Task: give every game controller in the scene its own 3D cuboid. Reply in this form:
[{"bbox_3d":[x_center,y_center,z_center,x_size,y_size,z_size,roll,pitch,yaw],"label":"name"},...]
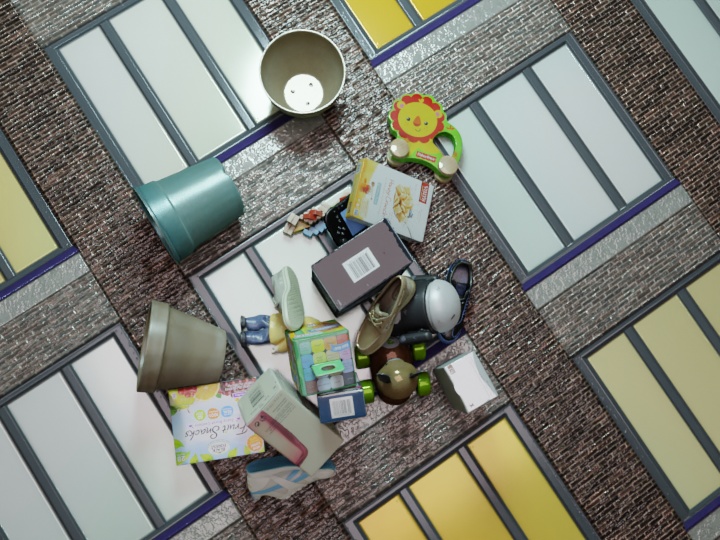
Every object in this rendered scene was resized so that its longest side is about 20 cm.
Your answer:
[{"bbox_3d":[0.003,-0.137,1.702,0.200,0.042,0.105,-38,118,-24],"label":"game controller"}]

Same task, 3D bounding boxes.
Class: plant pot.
[{"bbox_3d":[-0.380,-0.147,1.648,0.195,0.200,0.201,-31,85,-16],"label":"plant pot"},{"bbox_3d":[-0.394,0.178,1.608,0.172,0.200,0.202,10,81,-19],"label":"plant pot"}]

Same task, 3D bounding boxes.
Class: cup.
[{"bbox_3d":[-0.136,-0.445,1.718,0.198,0.143,0.202,0,83,-3],"label":"cup"}]

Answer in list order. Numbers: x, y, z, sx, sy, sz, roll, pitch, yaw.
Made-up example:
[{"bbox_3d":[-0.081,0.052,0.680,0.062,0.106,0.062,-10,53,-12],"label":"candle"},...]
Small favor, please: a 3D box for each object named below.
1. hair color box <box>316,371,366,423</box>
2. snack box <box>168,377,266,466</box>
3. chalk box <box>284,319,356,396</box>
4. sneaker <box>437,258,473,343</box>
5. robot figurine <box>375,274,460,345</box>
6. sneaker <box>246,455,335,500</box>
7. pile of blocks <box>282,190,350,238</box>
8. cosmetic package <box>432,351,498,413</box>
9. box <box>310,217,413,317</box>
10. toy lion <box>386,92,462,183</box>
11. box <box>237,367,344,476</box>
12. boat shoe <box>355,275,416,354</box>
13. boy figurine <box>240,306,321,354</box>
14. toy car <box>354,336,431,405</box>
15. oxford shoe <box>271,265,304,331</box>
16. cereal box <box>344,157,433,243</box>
[{"bbox_3d":[-0.046,0.275,1.590,0.099,0.200,0.061,-8,93,-5],"label":"hair color box"},{"bbox_3d":[-0.320,0.338,1.635,0.198,0.068,0.170,-7,83,-4],"label":"snack box"},{"bbox_3d":[-0.084,0.187,1.553,0.123,0.200,0.125,-10,96,-13],"label":"chalk box"},{"bbox_3d":[0.220,0.070,1.699,0.069,0.078,0.202,10,81,-2],"label":"sneaker"},{"bbox_3d":[0.130,0.087,1.648,0.198,0.125,0.152,-7,90,27],"label":"robot figurine"},{"bbox_3d":[-0.155,0.463,1.631,0.198,0.077,0.082,-5,104,-7],"label":"sneaker"},{"bbox_3d":[-0.089,-0.124,1.717,0.199,0.062,0.083,-24,84,-6],"label":"pile of blocks"},{"bbox_3d":[0.229,0.247,1.613,0.081,0.200,0.113,-28,85,-7],"label":"cosmetic package"},{"bbox_3d":[0.000,0.000,1.635,0.199,0.198,0.124,-33,86,-7],"label":"box"},{"bbox_3d":[0.157,-0.333,1.766,0.198,0.069,0.193,19,74,-1],"label":"toy lion"},{"bbox_3d":[-0.153,0.327,1.567,0.109,0.128,0.200,-47,112,-3],"label":"box"},{"bbox_3d":[0.045,0.095,1.583,0.072,0.065,0.201,40,102,26],"label":"boat shoe"},{"bbox_3d":[-0.178,0.131,1.674,0.198,0.065,0.125,-4,66,-6],"label":"boy figurine"},{"bbox_3d":[0.078,0.221,1.608,0.163,0.200,0.159,-8,83,-5],"label":"toy car"},{"bbox_3d":[-0.169,0.069,1.644,0.057,0.201,0.075,-29,128,11],"label":"oxford shoe"},{"bbox_3d":[0.071,-0.161,1.700,0.199,0.039,0.145,17,78,-25],"label":"cereal box"}]
